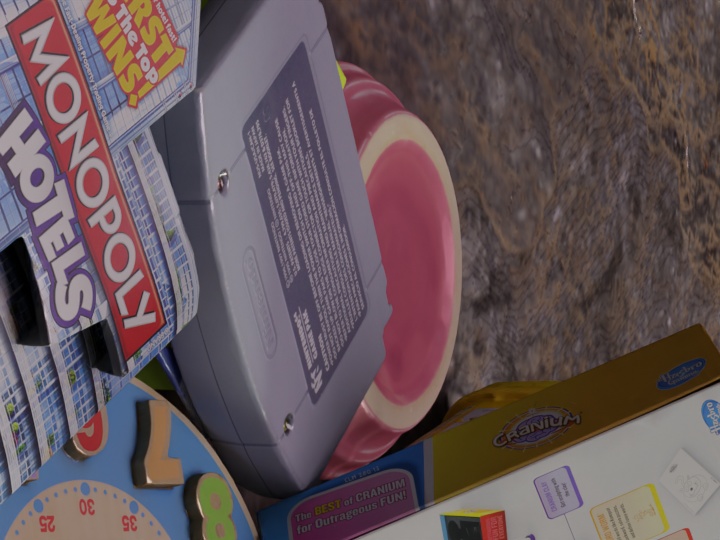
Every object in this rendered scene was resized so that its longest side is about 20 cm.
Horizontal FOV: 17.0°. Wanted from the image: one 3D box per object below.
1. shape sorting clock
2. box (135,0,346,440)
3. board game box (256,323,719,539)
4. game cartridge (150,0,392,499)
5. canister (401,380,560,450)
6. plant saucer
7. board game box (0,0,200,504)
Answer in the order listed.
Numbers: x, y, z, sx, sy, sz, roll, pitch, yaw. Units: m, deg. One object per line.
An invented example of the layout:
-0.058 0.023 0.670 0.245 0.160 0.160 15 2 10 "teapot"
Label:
-0.096 0.129 0.888 0.199 0.039 0.202 20 64 -48 "shape sorting clock"
-0.070 -0.046 0.996 0.122 0.047 0.201 63 37 -45 "box"
0.076 0.127 1.002 0.040 0.199 0.154 -112 179 -57 "board game box"
-0.038 -0.014 0.970 0.133 0.041 0.201 -64 148 -49 "game cartridge"
0.077 0.123 1.218 0.200 0.147 0.087 -26 114 -61 "canister"
0.000 0.000 1.156 0.200 0.050 0.202 1 90 -67 "plant saucer"
-0.114 -0.035 0.815 0.200 0.061 0.201 -45 127 -40 "board game box"
